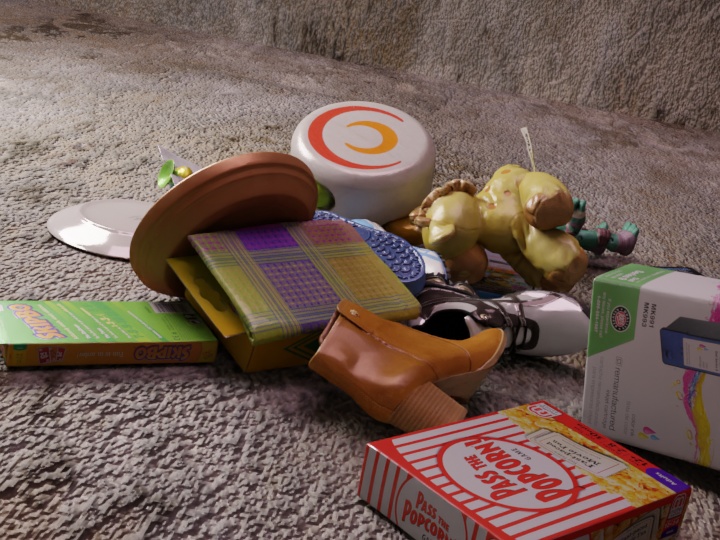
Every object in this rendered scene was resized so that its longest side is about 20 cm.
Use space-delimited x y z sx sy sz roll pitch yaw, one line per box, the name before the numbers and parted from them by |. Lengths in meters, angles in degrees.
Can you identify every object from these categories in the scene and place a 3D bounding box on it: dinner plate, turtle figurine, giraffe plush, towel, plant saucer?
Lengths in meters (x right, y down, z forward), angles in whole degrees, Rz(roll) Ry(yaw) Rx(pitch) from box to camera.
dinner plate | -0.267 -0.054 1.252 0.199 0.024 0.200 10 19 -4
turtle figurine | 0.275 -0.065 1.461 0.199 0.101 0.150 15 13 -26
giraffe plush | 0.146 -0.048 1.220 0.161 0.201 0.173 -17 -12 -7
towel | -0.048 0.007 0.988 0.199 0.023 0.144 -7 46 -40
plant saucer | -0.126 -0.034 1.037 0.199 0.200 0.038 -7 54 -42

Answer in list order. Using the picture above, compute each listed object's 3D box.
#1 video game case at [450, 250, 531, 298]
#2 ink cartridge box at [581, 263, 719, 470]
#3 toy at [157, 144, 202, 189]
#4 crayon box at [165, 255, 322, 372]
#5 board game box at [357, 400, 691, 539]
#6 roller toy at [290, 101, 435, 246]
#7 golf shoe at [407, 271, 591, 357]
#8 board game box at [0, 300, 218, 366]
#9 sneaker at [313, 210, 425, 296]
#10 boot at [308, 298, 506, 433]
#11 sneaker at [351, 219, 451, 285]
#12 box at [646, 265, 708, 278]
video game case | 0.171 0.006 1.325 0.142 0.018 0.200 11 18 -2
ink cartridge box | 0.299 0.085 0.907 0.199 0.146 0.087 13 16 36
toy | -0.161 -0.072 1.287 0.200 0.047 0.115 29 18 -36
crayon box | -0.078 0.034 1.010 0.199 0.051 0.127 -4 36 -38
board game box | 0.122 0.163 0.779 0.199 0.047 0.151 -6 24 -41
roller toy | 0.003 -0.113 1.350 0.199 0.140 0.183 6 42 1
golf shoe | 0.141 0.063 1.069 0.199 0.078 0.095 7 28 11
board game box | -0.235 0.054 0.939 0.199 0.030 0.096 4 18 -28
sneaker | 0.000 0.000 1.137 0.070 0.078 0.200 -24 34 -29
boot | 0.044 0.066 0.934 0.144 0.071 0.201 35 30 6
sneaker | 0.030 -0.005 1.195 0.072 0.072 0.200 -4 20 -33
box | 0.342 0.084 1.033 0.060 0.117 0.200 1 22 -19
